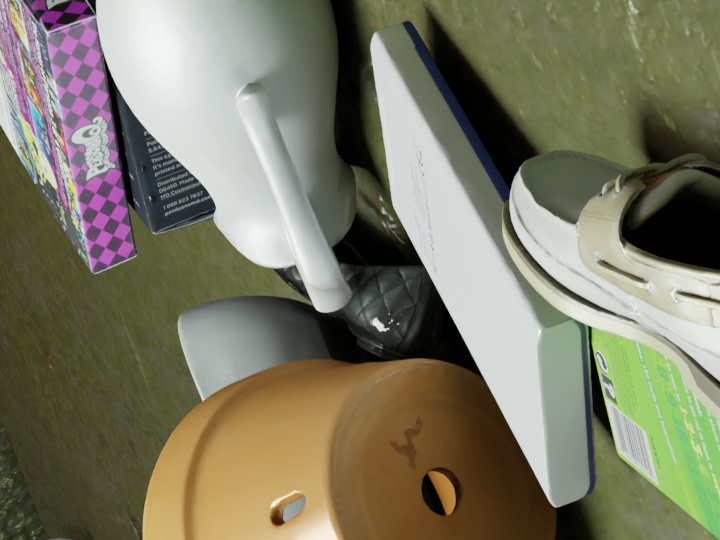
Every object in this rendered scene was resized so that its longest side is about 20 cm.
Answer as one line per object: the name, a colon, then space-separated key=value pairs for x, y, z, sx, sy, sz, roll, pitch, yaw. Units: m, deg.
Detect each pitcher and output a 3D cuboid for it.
pitcher: x=-0.057 y=-0.087 z=1.366 sx=0.172 sy=0.121 sz=0.200 roll=-121 pitch=9 yaw=-53

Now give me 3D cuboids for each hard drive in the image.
hard drive: x=0.057 y=-0.005 z=1.223 sx=0.132 sy=0.025 sz=0.200 roll=81 pitch=166 yaw=-50

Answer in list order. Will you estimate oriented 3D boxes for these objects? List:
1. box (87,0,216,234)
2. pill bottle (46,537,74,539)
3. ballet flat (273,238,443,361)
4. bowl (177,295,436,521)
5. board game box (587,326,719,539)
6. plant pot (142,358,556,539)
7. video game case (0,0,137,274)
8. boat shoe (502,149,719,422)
box: x=-0.121 y=-0.149 z=1.529 sx=0.148 sy=0.104 sz=0.200 roll=48 pitch=155 yaw=52
pill bottle: x=-0.324 y=0.409 z=2.986 sx=0.200 sy=0.116 sz=0.117 roll=54 pitch=160 yaw=43
ballet flat: x=0.000 y=0.000 z=1.450 sx=0.200 sy=0.066 sz=0.057 roll=37 pitch=106 yaw=60
bowl: x=-0.022 y=0.101 z=1.508 sx=0.200 sy=0.074 sz=0.200 roll=66 pitch=-171 yaw=8
board game box: x=0.149 y=0.069 z=1.053 sx=0.200 sy=0.030 sz=0.096 roll=-135 pitch=26 yaw=-62
plant pot: x=0.007 y=0.131 z=1.339 sx=0.140 sy=0.200 sz=0.201 roll=-31 pitch=81 yaw=54
video game case: x=-0.191 y=-0.126 z=1.533 sx=0.181 sy=0.036 sz=0.200 roll=56 pitch=161 yaw=38
boat shoe: x=0.120 y=-0.009 z=0.973 sx=0.200 sy=0.075 sz=0.069 roll=38 pitch=141 yaw=49
